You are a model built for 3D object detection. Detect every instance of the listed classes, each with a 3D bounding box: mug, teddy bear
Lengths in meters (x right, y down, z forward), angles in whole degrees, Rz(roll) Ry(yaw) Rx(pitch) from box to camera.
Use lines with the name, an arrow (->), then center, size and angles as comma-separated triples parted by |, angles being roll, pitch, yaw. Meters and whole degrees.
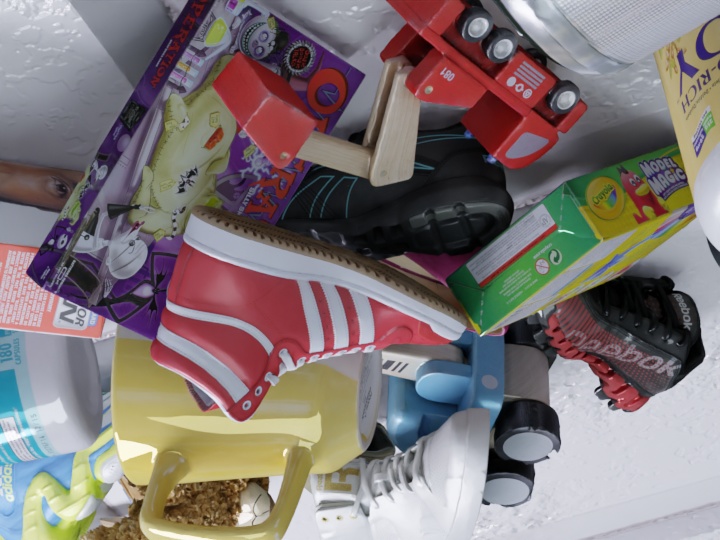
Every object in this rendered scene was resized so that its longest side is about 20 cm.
mug -> -0.069, 0.088, 1.259 | 0.153, 0.187, 0.149 | 4, 174, 10
teddy bear -> -0.131, 0.200, 1.433 | 0.067, 0.145, 0.200 | 2, -168, 41

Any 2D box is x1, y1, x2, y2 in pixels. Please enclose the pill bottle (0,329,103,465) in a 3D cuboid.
pill bottle -> -0.281, 0.083, 1.300 | 0.199, 0.111, 0.111 | -11, 145, 3

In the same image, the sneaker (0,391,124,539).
sneaker -> -0.214, 0.122, 1.400 | 0.200, 0.105, 0.076 | -53, 176, 11

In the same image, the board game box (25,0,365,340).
board game box -> -0.093, -0.057, 1.120 | 0.120, 0.032, 0.200 | 27, 95, -44

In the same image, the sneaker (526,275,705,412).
sneaker -> 0.181, 0.032, 1.357 | 0.098, 0.071, 0.200 | -25, 144, 22

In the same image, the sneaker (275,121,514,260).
sneaker -> -0.004, -0.042, 1.213 | 0.199, 0.079, 0.075 | -10, 150, 9

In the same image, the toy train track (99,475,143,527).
toy train track -> -0.161, 0.176, 1.519 | 0.114, 0.033, 0.200 | 7, 144, 24

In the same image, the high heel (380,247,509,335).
high heel -> 0.000, 0.000, 1.253 | 0.199, 0.096, 0.067 | -4, 144, -6

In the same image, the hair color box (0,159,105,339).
hair color box -> -0.252, -0.022, 1.150 | 0.200, 0.111, 0.064 | 8, 117, -22

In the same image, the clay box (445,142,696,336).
clay box -> 0.155, -0.027, 1.232 | 0.115, 0.048, 0.200 | -40, 168, 37

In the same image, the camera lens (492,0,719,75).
camera lens -> 0.149, -0.202, 0.946 | 0.200, 0.160, 0.160 | -29, 140, 27

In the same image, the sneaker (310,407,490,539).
sneaker -> 0.022, 0.154, 1.359 | 0.115, 0.074, 0.200 | 12, 143, -4

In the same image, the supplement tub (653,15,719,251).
supplement tub -> 0.249, -0.089, 1.090 | 0.145, 0.200, 0.146 | -6, 144, -4

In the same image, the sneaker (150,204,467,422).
sneaker -> -0.034, 0.041, 1.147 | 0.200, 0.071, 0.113 | 19, 97, -33

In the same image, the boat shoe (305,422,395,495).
boat shoe -> -0.044, 0.104, 1.419 | 0.068, 0.075, 0.200 | -30, 144, 14

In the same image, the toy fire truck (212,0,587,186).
toy fire truck -> 0.027, -0.097, 1.119 | 0.141, 0.049, 0.200 | -48, 134, 10

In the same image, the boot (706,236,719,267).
boot -> 0.334, -0.058, 1.230 | 0.198, 0.074, 0.162 | -8, 157, -38

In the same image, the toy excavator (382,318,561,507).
toy excavator -> 0.045, 0.073, 1.379 | 0.199, 0.100, 0.195 | 8, 141, -8
